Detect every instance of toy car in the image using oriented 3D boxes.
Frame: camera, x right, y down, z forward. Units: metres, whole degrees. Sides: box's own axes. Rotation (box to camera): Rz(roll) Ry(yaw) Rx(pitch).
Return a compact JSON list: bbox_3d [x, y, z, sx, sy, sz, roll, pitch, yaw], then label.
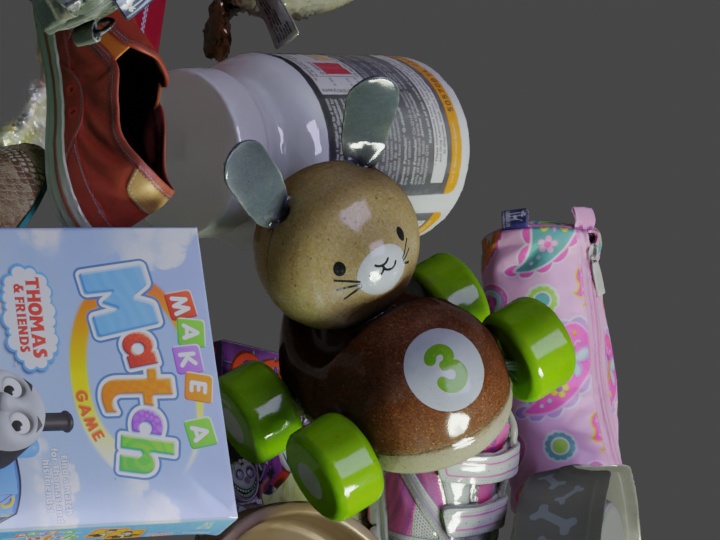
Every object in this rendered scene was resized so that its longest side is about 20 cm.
[{"bbox_3d":[0.000,0.000,1.276,0.164,0.158,0.200,-30,123,-23],"label":"toy car"}]

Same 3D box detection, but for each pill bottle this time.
[{"bbox_3d":[-0.037,-0.070,1.386,0.200,0.116,0.117,-4,81,-50],"label":"pill bottle"}]

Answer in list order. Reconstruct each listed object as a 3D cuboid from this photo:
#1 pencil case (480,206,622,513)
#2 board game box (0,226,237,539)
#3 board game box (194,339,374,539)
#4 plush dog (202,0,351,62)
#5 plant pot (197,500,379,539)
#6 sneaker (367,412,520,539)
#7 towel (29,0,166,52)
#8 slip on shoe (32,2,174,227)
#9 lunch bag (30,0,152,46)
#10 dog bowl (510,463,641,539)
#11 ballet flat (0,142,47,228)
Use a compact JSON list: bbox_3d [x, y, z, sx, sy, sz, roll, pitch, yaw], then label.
[{"bbox_3d":[0.129,0.062,1.562,0.087,0.087,0.200,8,73,-48],"label":"pencil case"},{"bbox_3d":[-0.166,0.054,1.122,0.200,0.037,0.152,-1,69,-25],"label":"board game box"},{"bbox_3d":[-0.020,0.117,1.418,0.200,0.032,0.120,15,63,-46],"label":"board game box"},{"bbox_3d":[-0.016,-0.207,1.440,0.172,0.200,0.161,-11,119,-40],"label":"plush dog"},{"bbox_3d":[-0.055,0.231,1.289,0.201,0.093,0.201,19,64,-44],"label":"plant pot"},{"bbox_3d":[0.052,0.121,1.408,0.081,0.088,0.200,-22,94,-50],"label":"sneaker"},{"bbox_3d":[-0.159,-0.194,1.310,0.200,0.022,0.145,48,41,-53],"label":"towel"},{"bbox_3d":[-0.129,-0.106,1.233,0.074,0.061,0.200,46,30,-52],"label":"slip on shoe"},{"bbox_3d":[-0.144,-0.230,1.174,0.168,0.139,0.200,-43,101,-30],"label":"lunch bag"},{"bbox_3d":[0.131,0.211,1.440,0.200,0.059,0.201,0,90,-76],"label":"dog bowl"},{"bbox_3d":[-0.225,-0.005,1.166,0.065,0.070,0.200,53,53,-32],"label":"ballet flat"}]
